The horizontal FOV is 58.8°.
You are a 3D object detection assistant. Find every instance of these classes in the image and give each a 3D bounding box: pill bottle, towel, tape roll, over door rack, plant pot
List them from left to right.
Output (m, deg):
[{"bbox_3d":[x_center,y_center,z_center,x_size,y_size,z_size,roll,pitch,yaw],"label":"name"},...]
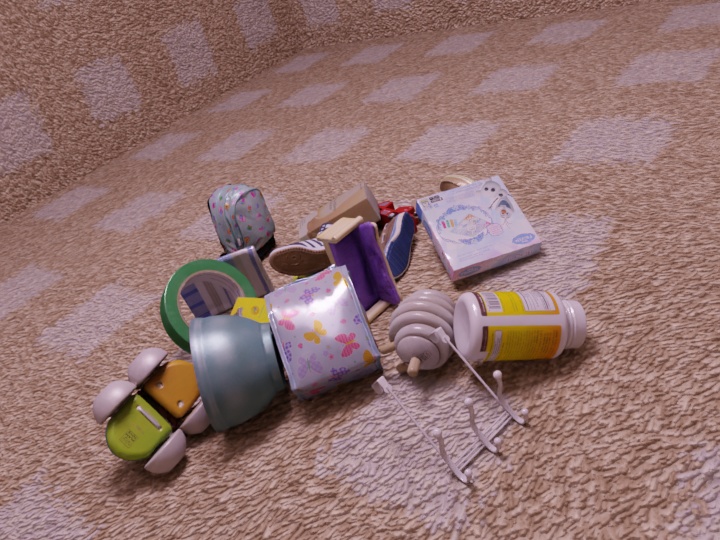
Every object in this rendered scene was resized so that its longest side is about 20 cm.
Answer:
[{"bbox_3d":[-0.312,0.077,1.327,0.201,0.200,0.048,-47,2,-39],"label":"tape roll"},{"bbox_3d":[-0.304,0.032,1.439,0.197,0.148,0.024,-22,44,-5],"label":"towel"},{"bbox_3d":[-0.206,0.165,1.121,0.132,0.203,0.201,-15,30,-5],"label":"plant pot"},{"bbox_3d":[0.134,0.187,0.944,0.147,0.067,0.200,-34,66,-27],"label":"over door rack"},{"bbox_3d":[0.257,0.089,1.033,0.196,0.111,0.110,0,28,-10],"label":"pill bottle"}]

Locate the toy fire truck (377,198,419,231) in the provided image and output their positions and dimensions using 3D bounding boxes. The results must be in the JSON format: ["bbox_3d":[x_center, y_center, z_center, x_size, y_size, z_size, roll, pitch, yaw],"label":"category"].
[{"bbox_3d":[0.129,-0.145,1.575,0.140,0.049,0.199,-35,33,-27],"label":"toy fire truck"}]

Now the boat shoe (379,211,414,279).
[{"bbox_3d":[0.070,-0.046,1.440,0.072,0.072,0.201,-21,29,35],"label":"boat shoe"}]

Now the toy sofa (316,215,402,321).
[{"bbox_3d":[0.000,0.000,1.264,0.083,0.202,0.097,-38,30,-31],"label":"toy sofa"}]

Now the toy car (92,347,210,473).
[{"bbox_3d":[-0.369,0.253,1.130,0.150,0.175,0.200,-38,10,46],"label":"toy car"}]

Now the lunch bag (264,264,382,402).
[{"bbox_3d":[-0.067,0.105,1.141,0.167,0.127,0.202,-22,70,-4],"label":"lunch bag"}]

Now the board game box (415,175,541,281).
[{"bbox_3d":[0.243,-0.093,1.339,0.197,0.044,0.201,-17,54,-9],"label":"board game box"}]

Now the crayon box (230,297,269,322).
[{"bbox_3d":[-0.163,0.113,1.272,0.196,0.051,0.128,5,34,6],"label":"crayon box"}]

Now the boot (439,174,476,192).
[{"bbox_3d":[0.222,-0.127,1.436,0.154,0.073,0.199,-38,58,-24],"label":"boot"}]

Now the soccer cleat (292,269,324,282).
[{"bbox_3d":[-0.128,0.007,1.458,0.083,0.065,0.200,-23,31,-8],"label":"soccer cleat"}]

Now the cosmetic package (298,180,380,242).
[{"bbox_3d":[-0.053,-0.124,1.570,0.198,0.071,0.106,-31,29,12],"label":"cosmetic package"}]

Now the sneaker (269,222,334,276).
[{"bbox_3d":[-0.108,-0.050,1.415,0.197,0.071,0.109,-8,32,-11],"label":"sneaker"}]

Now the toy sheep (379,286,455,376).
[{"bbox_3d":[0.107,0.108,1.105,0.136,0.139,0.202,-5,41,22],"label":"toy sheep"}]

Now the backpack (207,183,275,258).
[{"bbox_3d":[-0.299,-0.125,1.631,0.125,0.202,0.167,2,35,31],"label":"backpack"}]
